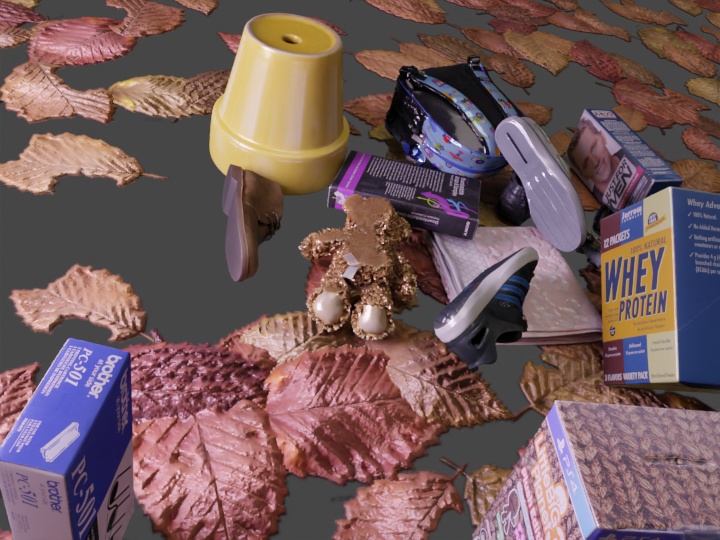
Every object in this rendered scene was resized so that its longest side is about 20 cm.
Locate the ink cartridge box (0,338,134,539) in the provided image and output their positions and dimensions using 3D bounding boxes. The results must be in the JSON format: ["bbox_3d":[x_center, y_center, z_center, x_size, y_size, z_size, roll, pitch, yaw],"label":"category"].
[{"bbox_3d":[-0.192,0.150,0.459,0.044,0.201,0.094,14,41,-2],"label":"ink cartridge box"}]

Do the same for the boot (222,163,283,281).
[{"bbox_3d":[-0.127,-0.060,0.821,0.075,0.074,0.201,12,38,-20],"label":"boot"}]

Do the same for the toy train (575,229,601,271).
[{"bbox_3d":[0.329,-0.032,0.950,0.046,0.034,0.200,-2,44,-41],"label":"toy train"}]

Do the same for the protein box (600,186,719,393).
[{"bbox_3d":[0.393,0.032,0.754,0.197,0.135,0.202,6,78,-11],"label":"protein box"}]

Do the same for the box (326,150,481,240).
[{"bbox_3d":[0.066,-0.107,0.928,0.198,0.036,0.143,13,30,5],"label":"box"}]

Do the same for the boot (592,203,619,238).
[{"bbox_3d":[0.365,-0.042,0.932,0.096,0.075,0.200,23,19,16],"label":"boot"}]

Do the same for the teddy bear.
[{"bbox_3d":[0.000,0.000,0.802,0.144,0.067,0.201,-3,50,-7],"label":"teddy bear"}]

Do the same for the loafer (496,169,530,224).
[{"bbox_3d":[0.268,-0.141,1.026,0.068,0.071,0.201,29,43,15],"label":"loafer"}]

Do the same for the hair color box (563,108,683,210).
[{"bbox_3d":[0.411,-0.163,1.072,0.060,0.100,0.201,-3,44,-18],"label":"hair color box"}]

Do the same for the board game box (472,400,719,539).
[{"bbox_3d":[0.197,0.204,0.520,0.158,0.201,0.097,6,41,-11],"label":"board game box"}]

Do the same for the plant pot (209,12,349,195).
[{"bbox_3d":[-0.105,-0.237,0.929,0.199,0.190,0.202,8,42,-7],"label":"plant pot"}]

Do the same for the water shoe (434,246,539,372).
[{"bbox_3d":[0.155,0.044,0.763,0.200,0.071,0.079,-35,90,-41],"label":"water shoe"}]

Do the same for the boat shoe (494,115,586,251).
[{"bbox_3d":[0.260,-0.126,0.917,0.067,0.073,0.201,-23,87,-39],"label":"boat shoe"}]

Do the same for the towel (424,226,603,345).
[{"bbox_3d":[0.195,0.012,0.864,0.189,0.032,0.201,0,44,-18],"label":"towel"}]

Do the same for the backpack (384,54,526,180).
[{"bbox_3d":[0.156,-0.214,1.024,0.182,0.135,0.200,-20,59,-33],"label":"backpack"}]
